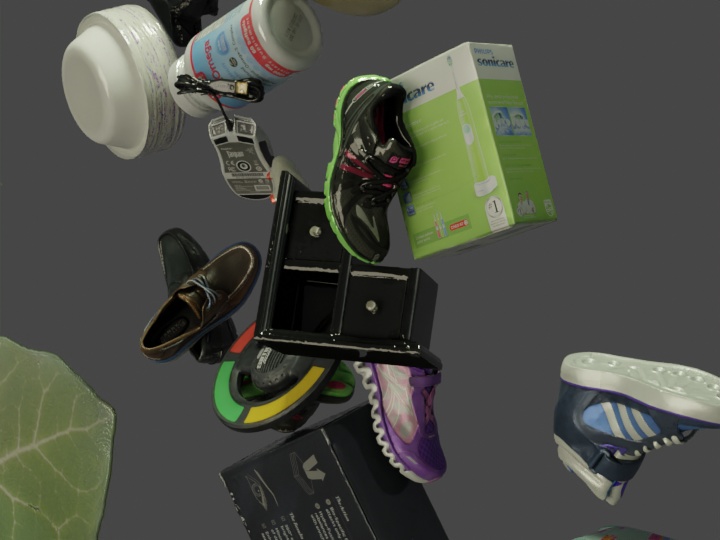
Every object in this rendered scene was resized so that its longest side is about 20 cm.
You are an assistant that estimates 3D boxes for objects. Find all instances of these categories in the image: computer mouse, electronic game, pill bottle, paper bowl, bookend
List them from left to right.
[{"bbox_3d":[-0.327,-0.248,1.725,0.200,0.104,0.202,31,131,42],"label":"paper bowl"},{"bbox_3d":[-0.152,-0.169,1.601,0.109,0.044,0.200,0,139,16],"label":"computer mouse"},{"bbox_3d":[-0.148,-0.264,1.595,0.200,0.108,0.109,-24,79,41],"label":"pill bottle"},{"bbox_3d":[-0.100,0.113,1.572,0.199,0.042,0.200,-27,37,22],"label":"electronic game"},{"bbox_3d":[0.000,0.000,1.452,0.199,0.092,0.200,5,78,20],"label":"bookend"}]

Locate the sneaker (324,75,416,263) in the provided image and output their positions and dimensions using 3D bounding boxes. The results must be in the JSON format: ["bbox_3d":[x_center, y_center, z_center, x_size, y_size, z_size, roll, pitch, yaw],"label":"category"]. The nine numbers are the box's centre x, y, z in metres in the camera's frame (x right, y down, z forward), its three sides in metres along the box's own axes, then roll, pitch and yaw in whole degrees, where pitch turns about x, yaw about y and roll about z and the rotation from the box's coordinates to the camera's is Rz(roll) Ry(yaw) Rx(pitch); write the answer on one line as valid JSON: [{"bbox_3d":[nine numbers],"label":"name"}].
[{"bbox_3d":[0.014,-0.107,1.366,0.084,0.077,0.201,3,94,44],"label":"sneaker"}]

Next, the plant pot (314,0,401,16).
[{"bbox_3d":[-0.034,-0.395,1.462,0.200,0.134,0.201,6,99,40],"label":"plant pot"}]

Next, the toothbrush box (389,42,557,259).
[{"bbox_3d":[0.111,-0.127,1.395,0.145,0.086,0.201,-21,82,42],"label":"toothbrush box"}]

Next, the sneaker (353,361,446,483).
[{"bbox_3d":[0.058,0.144,1.484,0.088,0.080,0.201,-30,74,32],"label":"sneaker"}]

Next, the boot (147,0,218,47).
[{"bbox_3d":[-0.235,-0.413,1.674,0.168,0.076,0.201,48,131,31],"label":"boot"}]

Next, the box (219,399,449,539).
[{"bbox_3d":[-0.032,0.283,1.532,0.200,0.117,0.197,-28,87,41],"label":"box"}]

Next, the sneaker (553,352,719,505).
[{"bbox_3d":[0.285,0.171,1.289,0.199,0.080,0.147,12,111,37],"label":"sneaker"}]

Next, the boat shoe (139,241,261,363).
[{"bbox_3d":[-0.204,0.042,1.653,0.072,0.072,0.200,41,88,9],"label":"boat shoe"}]

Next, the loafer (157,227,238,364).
[{"bbox_3d":[-0.229,0.033,1.727,0.068,0.070,0.201,-37,71,37],"label":"loafer"}]

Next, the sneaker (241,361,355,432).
[{"bbox_3d":[-0.080,0.158,1.622,0.199,0.077,0.084,-11,116,39],"label":"sneaker"}]

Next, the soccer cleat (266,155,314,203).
[{"bbox_3d":[-0.053,-0.058,1.572,0.077,0.069,0.201,-25,69,11],"label":"soccer cleat"}]

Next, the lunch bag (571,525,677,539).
[{"bbox_3d":[0.294,0.352,1.295,0.199,0.077,0.161,7,101,41],"label":"lunch bag"}]
